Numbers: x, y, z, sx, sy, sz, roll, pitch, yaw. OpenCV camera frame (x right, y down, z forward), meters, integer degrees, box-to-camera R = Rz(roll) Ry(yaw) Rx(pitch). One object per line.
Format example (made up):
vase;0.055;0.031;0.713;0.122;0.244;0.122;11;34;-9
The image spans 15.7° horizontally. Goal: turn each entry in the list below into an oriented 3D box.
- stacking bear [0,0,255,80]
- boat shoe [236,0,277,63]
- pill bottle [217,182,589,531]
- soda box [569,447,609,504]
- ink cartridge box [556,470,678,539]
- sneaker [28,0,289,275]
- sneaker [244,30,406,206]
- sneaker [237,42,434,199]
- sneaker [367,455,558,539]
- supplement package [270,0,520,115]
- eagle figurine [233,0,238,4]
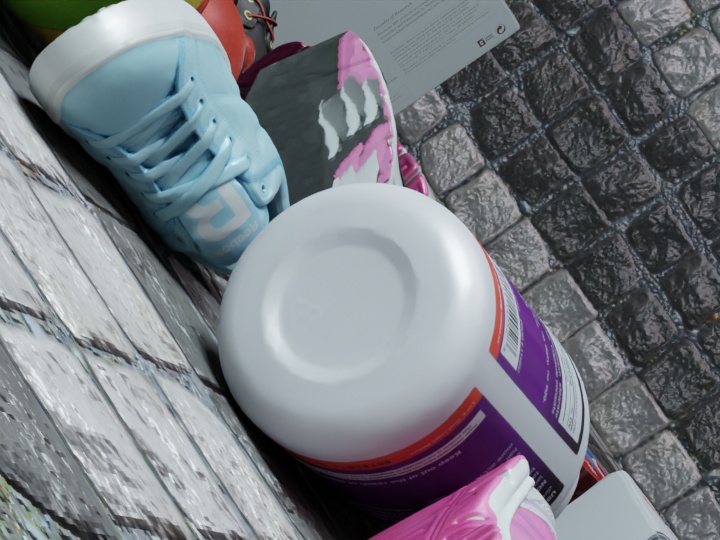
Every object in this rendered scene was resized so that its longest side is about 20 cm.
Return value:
stacking bear;-0.108;-0.138;1.091;0.114;0.121;0.200;49;-9;40
boat shoe;-0.089;-0.164;1.698;0.074;0.063;0.201;54;6;-48
pill bottle;0.026;0.050;1.070;0.112;0.112;0.200;58;5;30
soda box;0.123;0.140;1.684;0.070;0.063;0.200;57;6;26
ink cartridge box;0.186;0.233;1.547;0.145;0.083;0.200;52;5;-28
sneaker;-0.066;-0.048;1.057;0.082;0.074;0.200;54;5;20
sneaker;-0.005;-0.010;1.238;0.086;0.080;0.200;39;42;-68
sneaker;0.000;-0.049;1.569;0.088;0.081;0.200;46;11;-52
sneaker;0.044;0.132;0.951;0.088;0.081;0.200;58;11;-5
supplement package;-0.026;-0.225;1.928;0.200;0.191;0.147;53;5;-35
eagle figurine;-0.121;-0.220;1.558;0.200;0.151;0.152;137;-36;-66
